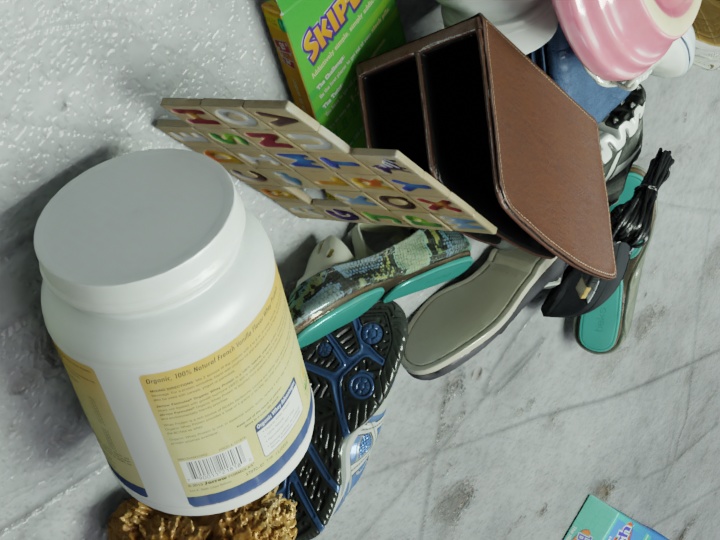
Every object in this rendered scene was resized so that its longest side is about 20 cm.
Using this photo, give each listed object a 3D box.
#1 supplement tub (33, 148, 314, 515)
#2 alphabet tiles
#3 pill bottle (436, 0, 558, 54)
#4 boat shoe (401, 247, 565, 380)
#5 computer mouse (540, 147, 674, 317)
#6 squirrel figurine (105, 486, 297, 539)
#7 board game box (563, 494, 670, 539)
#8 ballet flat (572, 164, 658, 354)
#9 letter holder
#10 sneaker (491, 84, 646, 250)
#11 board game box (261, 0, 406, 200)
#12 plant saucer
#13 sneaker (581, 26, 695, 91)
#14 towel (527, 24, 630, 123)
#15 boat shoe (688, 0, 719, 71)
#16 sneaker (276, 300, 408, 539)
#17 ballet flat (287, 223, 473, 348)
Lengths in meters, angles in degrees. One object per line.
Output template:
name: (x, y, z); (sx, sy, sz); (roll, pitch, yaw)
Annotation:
supplement tub: (-0.114, 0.040, 0.846); (0.144, 0.144, 0.201); (-38, 137, -26)
alphabet tiles: (-0.028, -0.065, 0.862); (0.200, 0.166, 0.008); (31, 71, -52)
pill bottle: (0.084, -0.246, 0.909); (0.112, 0.112, 0.201); (-39, 138, -24)
boat shoe: (0.111, 0.037, 1.155); (0.200, 0.072, 0.063); (-42, 136, -28)
computer mouse: (0.212, -0.002, 1.175); (0.141, 0.046, 0.201); (-53, 176, -48)
squirrel figurine: (-0.093, 0.245, 0.966); (0.141, 0.186, 0.201); (-31, 134, -31)
board game box: (0.281, 0.354, 1.568); (0.200, 0.045, 0.153); (32, 88, -51)
ballet flat: (0.239, -0.017, 1.284); (0.064, 0.067, 0.202); (-52, 152, -57)
letter holder: (0.095, -0.063, 0.959); (0.200, 0.100, 0.143); (26, 53, -55)
sneaker: (0.184, -0.072, 1.169); (0.200, 0.066, 0.091); (-45, 138, -21)
board game box: (-0.007, -0.142, 0.943); (0.095, 0.030, 0.201); (-44, 142, -23)
plant saucer: (0.179, -0.226, 0.884); (0.200, 0.050, 0.203); (1, 89, -57)
sneaker: (0.197, -0.170, 1.024); (0.199, 0.073, 0.071); (18, 83, -56)
towel: (0.174, -0.210, 1.086); (0.111, 0.048, 0.201); (-39, 137, -26)
boat shoe: (0.289, -0.207, 1.198); (0.199, 0.071, 0.069); (9, 150, -39)
sneaker: (-0.019, 0.113, 1.073); (0.201, 0.075, 0.077); (-64, 168, 2)
ballet flat: (0.000, 0.000, 1.016); (0.199, 0.074, 0.075); (-21, 128, -44)
